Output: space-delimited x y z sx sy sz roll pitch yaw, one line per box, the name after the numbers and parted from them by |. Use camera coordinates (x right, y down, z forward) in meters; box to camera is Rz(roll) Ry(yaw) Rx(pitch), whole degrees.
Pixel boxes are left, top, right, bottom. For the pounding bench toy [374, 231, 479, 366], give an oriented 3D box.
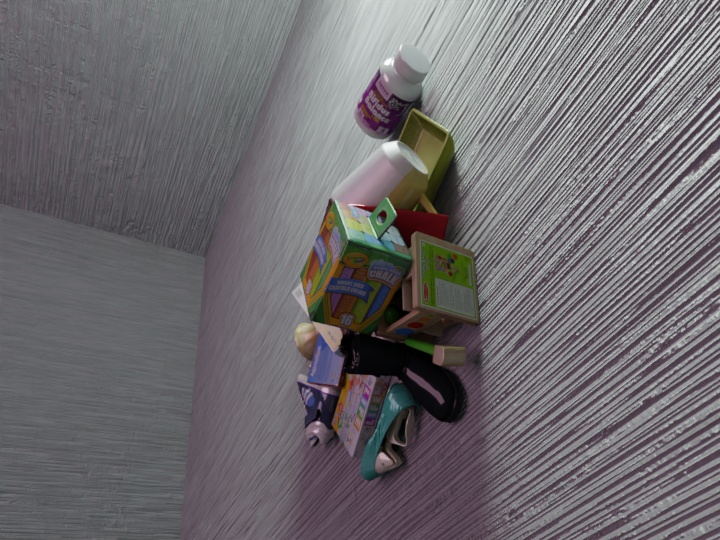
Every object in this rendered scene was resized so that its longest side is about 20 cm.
0.101 0.076 0.875 0.156 0.120 0.207 -39 43 52 | pounding bench toy

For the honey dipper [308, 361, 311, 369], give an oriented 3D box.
-0.125 0.166 1.429 0.038 0.037 0.208 -32 52 56 | honey dipper

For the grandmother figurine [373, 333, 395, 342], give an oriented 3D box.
0.064 0.054 1.051 0.121 0.058 0.208 -179 104 -74 | grandmother figurine

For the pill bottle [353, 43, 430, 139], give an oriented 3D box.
0.072 -0.407 1.206 0.200 0.109 0.116 -46 38 48 | pill bottle

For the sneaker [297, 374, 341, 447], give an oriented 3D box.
-0.114 0.337 1.258 0.198 0.078 0.152 -2 71 59 | sneaker

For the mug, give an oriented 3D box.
0.061 -0.140 0.980 0.153 0.184 0.152 -45 23 25 | mug

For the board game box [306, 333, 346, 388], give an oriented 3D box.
-0.058 0.160 1.204 0.100 0.019 0.207 -3 64 40 | board game box

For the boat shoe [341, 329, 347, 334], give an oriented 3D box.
-0.023 0.076 1.109 0.073 0.072 0.206 -21 59 12 | boat shoe

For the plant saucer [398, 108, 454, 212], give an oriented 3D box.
0.117 -0.203 1.077 0.206 0.046 0.201 -67 26 21 | plant saucer

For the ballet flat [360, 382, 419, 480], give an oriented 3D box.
0.053 0.303 0.937 0.070 0.066 0.207 34 111 49 | ballet flat

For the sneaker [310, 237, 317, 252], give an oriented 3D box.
-0.102 -0.007 1.428 0.086 0.073 0.202 -61 19 26 | sneaker

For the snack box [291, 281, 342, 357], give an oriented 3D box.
-0.064 0.080 1.196 0.116 0.037 0.201 -44 56 4 | snack box

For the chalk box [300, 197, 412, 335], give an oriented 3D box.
-0.003 -0.021 0.859 0.204 0.120 0.126 -63 27 26 | chalk box

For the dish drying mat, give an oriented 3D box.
0.054 -0.072 0.926 0.018 0.191 0.080 -93 10 -65 | dish drying mat

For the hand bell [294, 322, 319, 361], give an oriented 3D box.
-0.065 0.130 1.290 0.199 0.102 0.107 -39 42 34 | hand bell

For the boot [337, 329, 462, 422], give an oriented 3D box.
0.057 0.171 0.870 0.079 0.162 0.200 -70 25 15 | boot

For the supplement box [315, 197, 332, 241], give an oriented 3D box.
-0.058 -0.094 1.193 0.200 0.059 0.113 -114 43 -76 | supplement box

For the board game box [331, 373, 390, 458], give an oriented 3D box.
0.002 0.261 1.102 0.134 0.033 0.208 30 105 65 | board game box
